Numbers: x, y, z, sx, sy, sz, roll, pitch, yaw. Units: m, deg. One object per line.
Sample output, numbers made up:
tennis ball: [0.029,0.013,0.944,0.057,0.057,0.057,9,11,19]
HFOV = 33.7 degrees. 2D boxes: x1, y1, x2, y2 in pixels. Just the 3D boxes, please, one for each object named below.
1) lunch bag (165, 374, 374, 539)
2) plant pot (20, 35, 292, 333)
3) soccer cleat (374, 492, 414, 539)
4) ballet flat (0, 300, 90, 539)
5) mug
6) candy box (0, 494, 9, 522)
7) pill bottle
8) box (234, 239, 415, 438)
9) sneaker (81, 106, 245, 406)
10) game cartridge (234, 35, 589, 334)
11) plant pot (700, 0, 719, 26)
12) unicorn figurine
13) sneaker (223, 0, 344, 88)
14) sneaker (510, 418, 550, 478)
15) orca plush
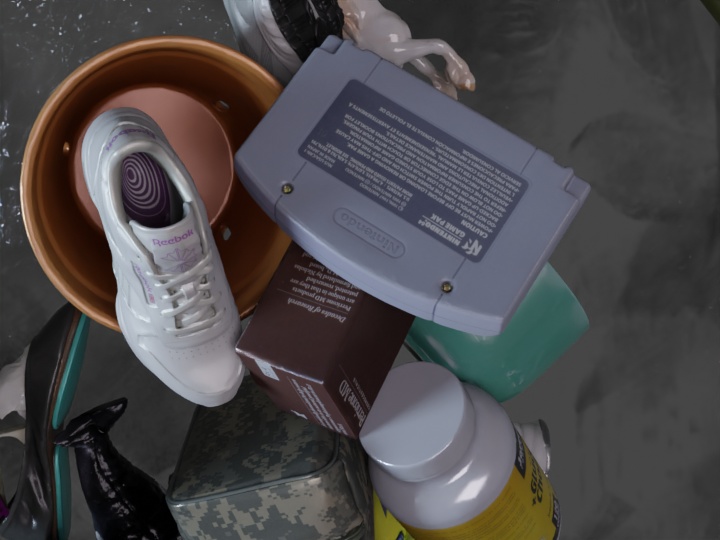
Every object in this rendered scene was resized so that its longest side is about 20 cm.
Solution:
lunch bag: [-0.050,0.184,0.888,0.138,0.200,0.169,-17,110,7]
plant pot: [-0.141,-0.064,0.846,0.198,0.140,0.202,-3,101,-16]
soccer cleat: [0.038,0.194,0.980,0.064,0.084,0.202,3,100,-16]
ballet flat: [-0.246,0.116,0.893,0.068,0.068,0.202,7,99,-5]
mug: [0.094,0.040,0.931,0.114,0.152,0.185,-42,109,-4]
candy box: [-0.318,0.102,0.803,0.061,0.136,0.201,-26,92,-5]
pill bottle: [0.072,0.152,0.879,0.112,0.112,0.200,-41,138,-5]
box: [0.000,0.000,0.814,0.201,0.074,0.100,-62,155,-19]
sneaker: [-0.122,0.001,0.739,0.074,0.100,0.202,-24,108,-13]
game cartridge: [0.027,-0.051,0.750,0.199,0.042,0.134,32,75,11]
plant pot: [0.320,-0.279,0.927,0.200,0.200,0.194,-36,121,-7]
unicorn figurine: [0.015,-0.155,0.907,0.136,0.074,0.201,26,99,-9]
sneaker: [-0.039,-0.133,0.866,0.074,0.079,0.202,-38,117,-36]
sneaker: [0.107,0.218,1.024,0.086,0.075,0.202,10,98,3]
orca plush: [-0.151,0.188,0.907,0.105,0.071,0.202,-35,121,-45]
